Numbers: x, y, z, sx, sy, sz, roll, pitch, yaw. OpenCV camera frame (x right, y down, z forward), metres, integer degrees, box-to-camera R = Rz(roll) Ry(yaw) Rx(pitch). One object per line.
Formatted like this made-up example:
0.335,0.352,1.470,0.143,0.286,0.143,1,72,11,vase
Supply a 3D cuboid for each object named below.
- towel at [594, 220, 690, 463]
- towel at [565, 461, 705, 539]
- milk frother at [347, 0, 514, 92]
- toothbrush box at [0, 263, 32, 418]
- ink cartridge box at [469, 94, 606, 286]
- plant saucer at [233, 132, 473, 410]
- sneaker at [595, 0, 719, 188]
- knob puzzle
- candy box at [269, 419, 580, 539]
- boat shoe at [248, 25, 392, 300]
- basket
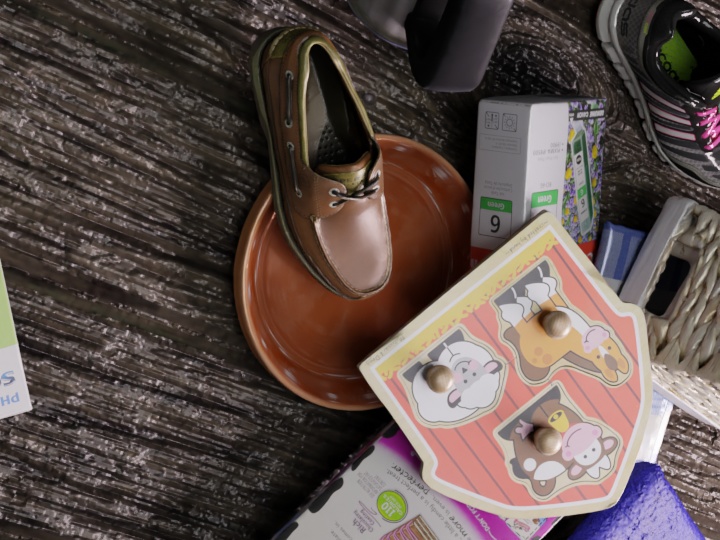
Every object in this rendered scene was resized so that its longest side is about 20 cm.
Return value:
0.207,0.067,1.273,0.147,0.024,0.201,8,98,-46,towel
0.197,0.263,1.297,0.200,0.049,0.148,-48,133,-11,towel
0.014,-0.225,1.030,0.199,0.188,0.181,17,62,-4,milk frother
-0.272,-0.015,0.958,0.086,0.145,0.201,-15,106,-25,toothbrush box
0.131,-0.028,1.200,0.109,0.050,0.201,-11,106,-51,ink cartridge box
0.000,0.000,1.169,0.200,0.032,0.201,-6,103,-27,plant saucer
0.259,-0.135,1.246,0.074,0.087,0.200,-44,116,-13,sneaker
0.124,0.090,1.142,0.219,0.030,0.221,-1,96,-11,knob puzzle
0.042,0.185,1.182,0.200,0.061,0.136,-42,88,-15,candy box
-0.021,-0.065,1.089,0.072,0.068,0.201,-30,112,-21,boat shoe
0.303,0.050,1.256,0.200,0.123,0.136,33,81,-46,basket
